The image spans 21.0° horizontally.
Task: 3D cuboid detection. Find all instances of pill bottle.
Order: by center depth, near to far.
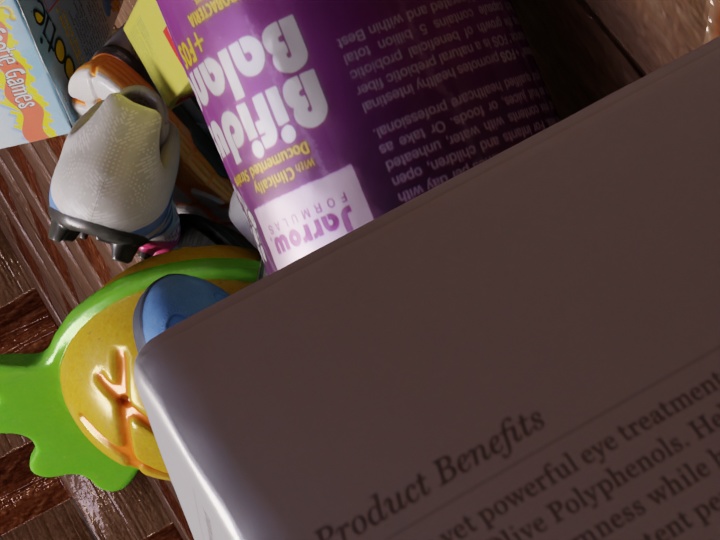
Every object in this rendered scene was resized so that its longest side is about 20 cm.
[{"bbox_3d":[0.008,-0.048,0.654,0.112,0.112,0.201,152,95,-77],"label":"pill bottle"}]

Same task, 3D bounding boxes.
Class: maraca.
[{"bbox_3d":[-0.098,0.054,0.973,0.137,0.199,0.107,52,-154,-35],"label":"maraca"}]

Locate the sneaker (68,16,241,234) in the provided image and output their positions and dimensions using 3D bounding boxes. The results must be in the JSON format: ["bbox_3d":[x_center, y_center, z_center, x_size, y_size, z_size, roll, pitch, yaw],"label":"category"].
[{"bbox_3d":[-0.082,-0.069,1.104,0.078,0.077,0.200,9,149,36],"label":"sneaker"}]

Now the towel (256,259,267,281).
[{"bbox_3d":[0.013,-0.009,0.796,0.200,0.023,0.153,41,122,55],"label":"towel"}]

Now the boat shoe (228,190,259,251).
[{"bbox_3d":[0.007,-0.007,0.897,0.200,0.068,0.057,40,115,39],"label":"boat shoe"}]

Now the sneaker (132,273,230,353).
[{"bbox_3d":[-0.024,0.076,0.856,0.200,0.066,0.078,55,146,8],"label":"sneaker"}]

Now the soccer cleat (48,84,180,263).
[{"bbox_3d":[-0.119,-0.051,1.015,0.070,0.087,0.200,19,-179,-6],"label":"soccer cleat"}]

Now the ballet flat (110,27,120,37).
[{"bbox_3d":[-0.119,-0.089,1.228,0.200,0.071,0.071,51,163,41],"label":"ballet flat"}]

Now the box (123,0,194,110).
[{"bbox_3d":[-0.057,-0.122,0.879,0.050,0.075,0.200,62,166,-3],"label":"box"}]

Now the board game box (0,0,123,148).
[{"bbox_3d":[-0.210,-0.163,1.126,0.200,0.103,0.105,-82,-23,-55],"label":"board game box"}]

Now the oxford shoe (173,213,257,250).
[{"bbox_3d":[-0.035,0.031,1.063,0.200,0.084,0.073,38,122,31],"label":"oxford shoe"}]

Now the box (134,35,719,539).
[{"bbox_3d":[0.073,0.078,0.503,0.172,0.198,0.200,56,167,23],"label":"box"}]
